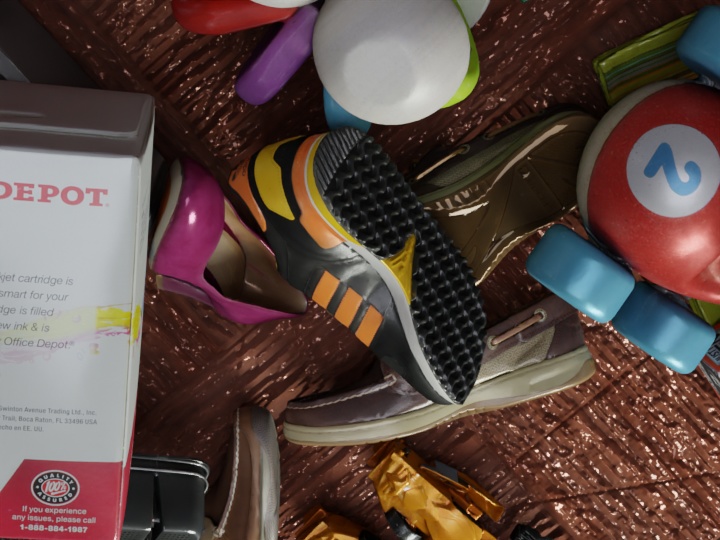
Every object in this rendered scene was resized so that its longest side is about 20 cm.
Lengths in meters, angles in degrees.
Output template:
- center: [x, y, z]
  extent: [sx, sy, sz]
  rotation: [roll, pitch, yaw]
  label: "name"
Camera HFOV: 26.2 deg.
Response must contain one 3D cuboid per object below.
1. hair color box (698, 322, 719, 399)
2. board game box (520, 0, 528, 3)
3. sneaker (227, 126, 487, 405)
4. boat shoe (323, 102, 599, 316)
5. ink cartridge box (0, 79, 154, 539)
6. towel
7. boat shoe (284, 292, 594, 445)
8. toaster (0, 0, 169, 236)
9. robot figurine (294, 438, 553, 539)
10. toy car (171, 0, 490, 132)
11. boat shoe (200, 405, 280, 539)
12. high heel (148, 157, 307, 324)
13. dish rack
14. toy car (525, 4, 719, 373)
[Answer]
- center: [0.321, 0.037, 0.982]
  extent: [0.200, 0.061, 0.102]
  rotation: [-35, 107, 1]
  label: "hair color box"
- center: [0.111, -0.229, 0.829]
  extent: [0.135, 0.200, 0.029]
  rotation: [47, 62, -16]
  label: "board game box"
- center: [0.000, 0.000, 0.888]
  extent: [0.090, 0.070, 0.200]
  rotation: [-2, 136, 38]
  label: "sneaker"
- center: [0.058, -0.040, 0.943]
  extent: [0.200, 0.072, 0.072]
  rotation: [-34, 117, 8]
  label: "boat shoe"
- center: [-0.182, 0.013, 0.780]
  extent: [0.144, 0.145, 0.201]
  rotation: [5, 109, -6]
  label: "ink cartridge box"
- center: [0.220, -0.060, 0.975]
  extent: [0.086, 0.018, 0.201]
  rotation: [-24, 109, 5]
  label: "towel"
- center: [0.044, 0.058, 0.975]
  extent: [0.199, 0.072, 0.072]
  rotation: [-14, 93, 1]
  label: "boat shoe"
- center: [-0.223, -0.042, 0.899]
  extent: [0.181, 0.119, 0.200]
  rotation: [-39, 107, 10]
  label: "toaster"
- center: [0.062, 0.206, 1.033]
  extent: [0.200, 0.058, 0.145]
  rotation: [42, 102, -15]
  label: "robot figurine"
- center: [-0.026, -0.155, 0.853]
  extent: [0.150, 0.175, 0.200]
  rotation: [-35, 109, 27]
  label: "toy car"
- center: [-0.092, 0.183, 1.008]
  extent: [0.071, 0.076, 0.201]
  rotation: [7, 107, -4]
  label: "boat shoe"
- center: [-0.069, -0.014, 0.890]
  extent: [0.096, 0.200, 0.068]
  rotation: [13, 79, -3]
  label: "high heel"
- center: [-0.192, 0.182, 0.968]
  extent: [0.153, 0.055, 0.200]
  rotation: [8, 141, -24]
  label: "dish rack"
- center: [0.233, -0.013, 0.860]
  extent: [0.177, 0.200, 0.185]
  rotation: [29, 98, -42]
  label: "toy car"
